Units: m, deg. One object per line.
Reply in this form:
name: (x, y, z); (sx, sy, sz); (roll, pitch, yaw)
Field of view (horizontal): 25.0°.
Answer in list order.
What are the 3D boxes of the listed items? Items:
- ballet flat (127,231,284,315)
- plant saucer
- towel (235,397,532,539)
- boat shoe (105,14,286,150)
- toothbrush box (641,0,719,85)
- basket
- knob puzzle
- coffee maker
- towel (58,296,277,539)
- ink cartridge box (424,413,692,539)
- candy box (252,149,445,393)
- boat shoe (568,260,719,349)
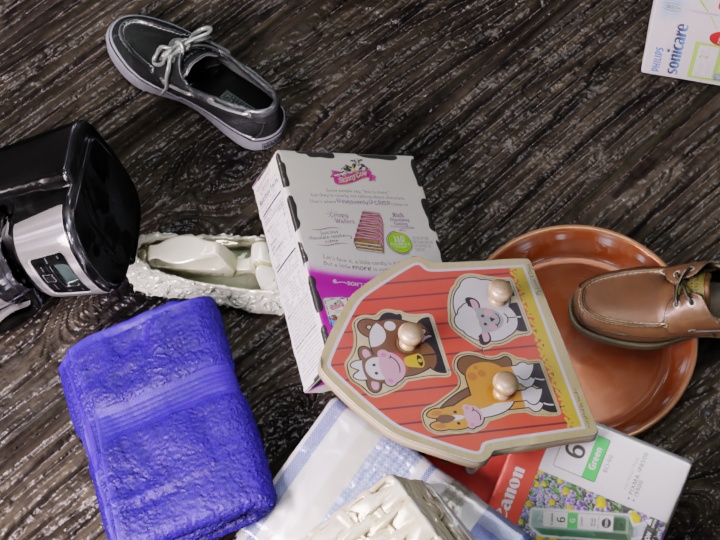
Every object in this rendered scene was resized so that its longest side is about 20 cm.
ballet flat: (-0.106, -0.002, 1.378); (0.199, 0.072, 0.072); (2, 63, 2)
plant saucer: (0.180, 0.057, 1.355); (0.199, 0.032, 0.201); (-1, 64, 2)
towel: (0.014, 0.209, 1.267); (0.200, 0.024, 0.147); (33, 86, 19)
boat shoe: (-0.153, -0.183, 1.467); (0.199, 0.068, 0.074); (39, 71, 19)
toothbrush box: (0.359, -0.230, 1.428); (0.199, 0.146, 0.086); (12, 65, 8)
basket: (0.000, 0.256, 1.181); (0.200, 0.123, 0.136); (-39, 70, 2)
knob puzzle: (0.066, 0.062, 1.249); (0.219, 0.031, 0.220); (6, 50, -7)
coffee maker: (-0.295, -0.050, 1.343); (0.199, 0.135, 0.193); (-15, 69, 15)
towel: (-0.160, 0.127, 1.306); (0.147, 0.050, 0.201); (-25, 63, 8)
ink cartridge box: (0.147, 0.162, 1.272); (0.199, 0.050, 0.109); (22, 90, 13)
candy box: (0.000, 0.000, 1.346); (0.136, 0.061, 0.201); (1, 60, -29)
boat shoe: (0.270, 0.020, 1.314); (0.199, 0.068, 0.072); (-1, 65, 2)
